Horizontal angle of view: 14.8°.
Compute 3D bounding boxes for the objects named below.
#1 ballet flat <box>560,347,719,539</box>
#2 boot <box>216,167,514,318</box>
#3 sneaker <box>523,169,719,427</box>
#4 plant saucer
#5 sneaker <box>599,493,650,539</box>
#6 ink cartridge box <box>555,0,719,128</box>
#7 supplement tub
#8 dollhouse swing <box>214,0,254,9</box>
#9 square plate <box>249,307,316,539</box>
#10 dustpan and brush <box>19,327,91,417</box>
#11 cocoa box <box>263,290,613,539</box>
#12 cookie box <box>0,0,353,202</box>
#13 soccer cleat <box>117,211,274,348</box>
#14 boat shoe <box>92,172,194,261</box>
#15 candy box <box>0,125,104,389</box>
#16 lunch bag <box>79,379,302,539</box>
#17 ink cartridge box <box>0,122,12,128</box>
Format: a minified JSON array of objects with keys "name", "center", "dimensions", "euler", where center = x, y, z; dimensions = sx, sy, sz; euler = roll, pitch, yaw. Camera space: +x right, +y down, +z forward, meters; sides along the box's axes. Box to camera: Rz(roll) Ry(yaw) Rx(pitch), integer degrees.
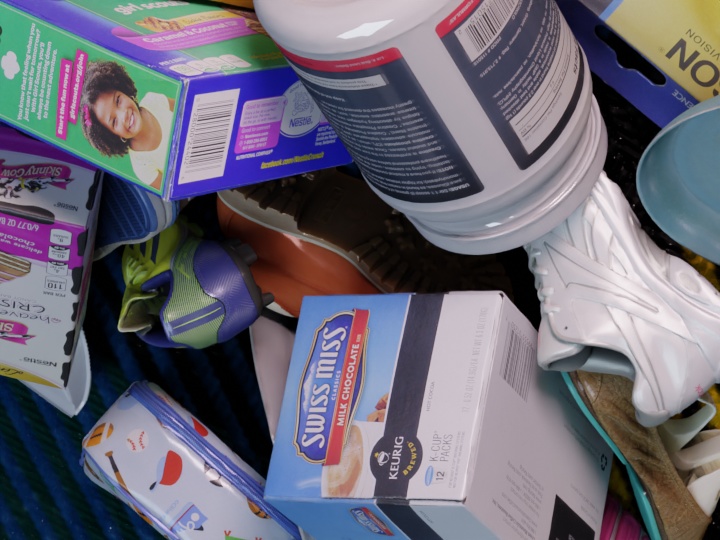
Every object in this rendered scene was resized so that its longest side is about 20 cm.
[{"name":"ballet flat","center":[0.182,0.102,1.657],"dimensions":[0.072,0.068,0.200],"euler":[-25,127,7]},{"name":"boot","center":[0.000,0.000,1.694],"dimensions":[0.200,0.075,0.107],"euler":[29,141,15]},{"name":"sneaker","center":[0.124,0.005,1.569],"dimensions":[0.200,0.099,0.078],"euler":[46,172,21]},{"name":"plant saucer","center":[0.249,-0.048,1.489],"dimensions":[0.200,0.027,0.200],"euler":[10,152,5]},{"name":"sneaker","center":[0.101,0.186,1.768],"dimensions":[0.200,0.081,0.088],"euler":[10,132,32]},{"name":"ink cartridge box","center":[0.179,-0.152,1.489],"dimensions":[0.198,0.047,0.200],"euler":[39,131,-2]},{"name":"supplement tub","center":[0.041,-0.116,1.496],"dimensions":[0.140,0.141,0.200],"euler":[-1,143,30]},{"name":"dollhouse swing","center":[-0.057,-0.277,1.538],"dimensions":[0.181,0.176,0.200],"euler":[9,143,-31]},{"name":"square plate","center":[-0.027,0.131,1.738],"dimensions":[0.028,0.198,0.200],"euler":[-17,118,1]},{"name":"dustpan and brush","center":[-0.232,-0.004,1.815],"dimensions":[0.139,0.057,0.200],"euler":[34,157,23]},{"name":"cocoa box","center":[0.050,0.111,1.639],"dimensions":[0.131,0.134,0.200],"euler":[0,155,27]},{"name":"cookie box","center":[-0.123,-0.116,1.569],"dimensions":[0.200,0.171,0.075],"euler":[24,113,31]},{"name":"soccer cleat","center":[-0.121,0.009,1.708],"dimensions":[0.065,0.084,0.200],"euler":[67,162,-14]},{"name":"boat shoe","center":[-0.147,-0.052,1.725],"dimensions":[0.200,0.072,0.072],"euler":[4,122,60]},{"name":"candy box","center":[-0.231,-0.012,1.684],"dimensions":[0.136,0.061,0.200],"euler":[12,149,-2]},{"name":"lunch bag","center":[-0.101,0.145,1.792],"dimensions":[0.160,0.076,0.200],"euler":[39,175,3]},{"name":"ink cartridge box","center":[-0.263,-0.087,1.747],"dimensions":[0.200,0.120,0.042],"euler":[-19,155,37]}]
